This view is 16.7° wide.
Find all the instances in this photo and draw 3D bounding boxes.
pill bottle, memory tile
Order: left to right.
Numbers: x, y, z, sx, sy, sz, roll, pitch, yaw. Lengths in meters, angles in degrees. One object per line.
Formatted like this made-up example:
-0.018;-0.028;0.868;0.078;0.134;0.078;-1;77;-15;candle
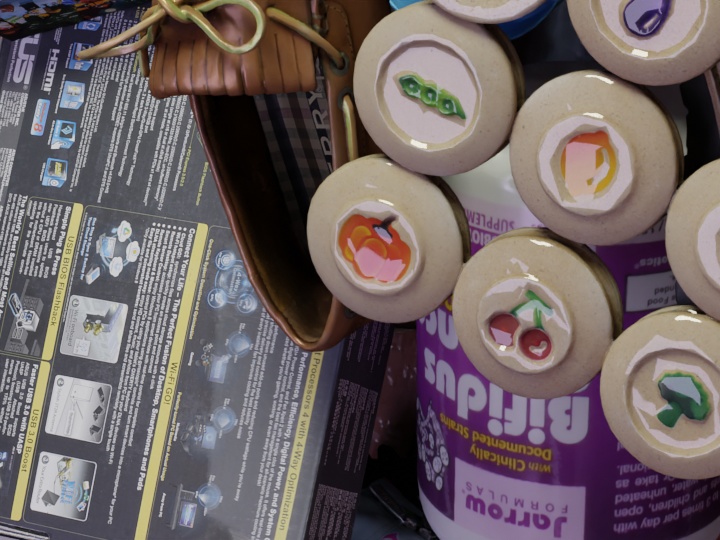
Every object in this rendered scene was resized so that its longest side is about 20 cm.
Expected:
0.074;0.039;0.838;0.112;0.112;0.201;19;120;40;pill bottle
0.085;-0.019;0.672;0.199;0.017;0.154;28;117;14;memory tile

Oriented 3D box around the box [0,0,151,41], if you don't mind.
-0.083;-0.194;0.861;0.136;0.038;0.201;-12;75;22;box

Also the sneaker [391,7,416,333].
0.000;0.000;0.929;0.090;0.067;0.201;47;132;28;sneaker

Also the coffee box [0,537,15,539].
-0.105;0.019;1.013;0.080;0.114;0.201;45;133;21;coffee box

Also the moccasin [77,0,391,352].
-0.035;-0.069;0.732;0.073;0.078;0.202;9;128;34;moccasin

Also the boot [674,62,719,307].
0.159;-0.057;0.670;0.138;0.077;0.201;8;117;33;boot

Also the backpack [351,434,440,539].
0.018;0.182;0.949;0.200;0.126;0.167;41;129;22;backpack

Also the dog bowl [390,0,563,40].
0.045;-0.178;0.819;0.111;0.049;0.201;18;120;40;dog bowl

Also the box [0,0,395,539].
-0.067;0.004;0.863;0.160;0.049;0.201;8;83;25;box
